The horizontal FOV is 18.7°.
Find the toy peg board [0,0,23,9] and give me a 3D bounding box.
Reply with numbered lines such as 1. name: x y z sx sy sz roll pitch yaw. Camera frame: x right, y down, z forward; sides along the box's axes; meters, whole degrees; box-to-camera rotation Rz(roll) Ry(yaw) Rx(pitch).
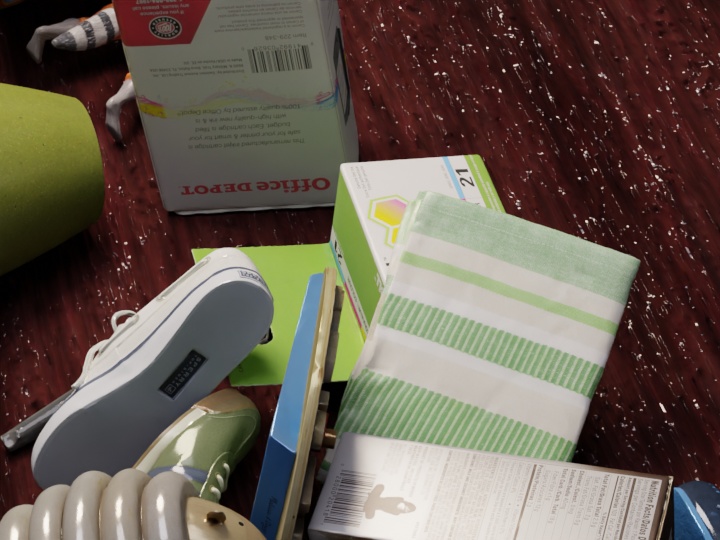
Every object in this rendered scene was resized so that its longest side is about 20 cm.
1. toy peg board: -0.226 -0.268 1.758 0.199 0.098 0.199 -21 24 -9

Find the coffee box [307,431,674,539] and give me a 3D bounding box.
1. coffee box: 0.080 0.172 1.276 0.199 0.115 0.080 7 46 15

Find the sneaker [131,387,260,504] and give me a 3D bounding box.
1. sneaker: -0.116 0.164 1.360 0.090 0.067 0.200 35 58 27

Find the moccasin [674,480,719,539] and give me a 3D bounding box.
1. moccasin: 0.243 0.204 1.253 0.068 0.081 0.200 -18 58 -16

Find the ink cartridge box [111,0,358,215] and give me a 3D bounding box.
1. ink cartridge box: -0.085 -0.145 1.568 0.147 0.201 0.086 -2 43 8

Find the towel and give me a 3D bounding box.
1. towel: 0.072 0.062 1.366 0.152 0.023 0.201 19 78 6

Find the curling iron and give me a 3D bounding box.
1. curling iron: -0.152 0.073 1.481 0.199 0.026 0.050 -23 43 -13

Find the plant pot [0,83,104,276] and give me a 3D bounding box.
1. plant pot: -0.291 -0.061 1.557 0.199 0.188 0.187 -11 42 -23

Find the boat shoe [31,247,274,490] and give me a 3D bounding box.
1. boat shoe: -0.142 0.059 1.425 0.202 0.075 0.086 -47 29 13

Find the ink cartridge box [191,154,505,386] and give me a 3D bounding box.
1. ink cartridge box: 0.000 0.000 1.461 0.199 0.076 0.148 -3 41 -16

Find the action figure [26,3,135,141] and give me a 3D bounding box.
1. action figure: -0.138 -0.188 1.697 0.193 0.105 0.200 -39 50 -15

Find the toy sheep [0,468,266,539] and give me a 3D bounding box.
1. toy sheep: -0.146 0.180 1.240 0.199 0.138 0.138 -12 44 3

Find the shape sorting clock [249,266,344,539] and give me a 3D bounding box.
1. shape sorting clock: -0.034 0.097 1.309 0.039 0.200 0.201 14 46 -1
